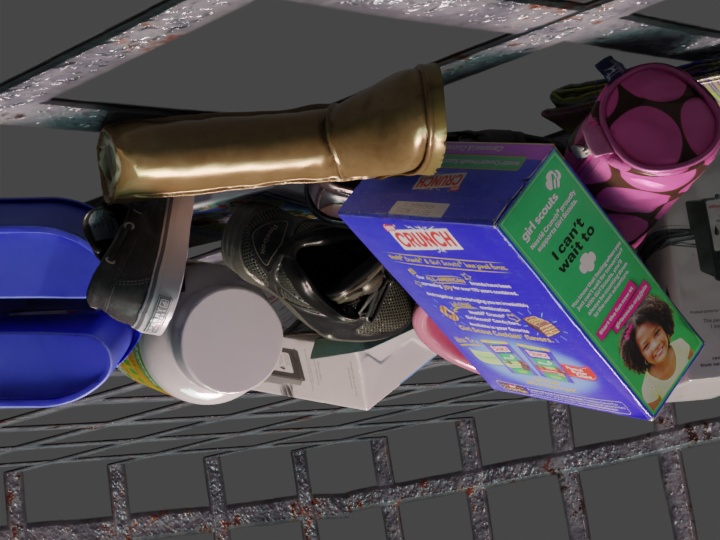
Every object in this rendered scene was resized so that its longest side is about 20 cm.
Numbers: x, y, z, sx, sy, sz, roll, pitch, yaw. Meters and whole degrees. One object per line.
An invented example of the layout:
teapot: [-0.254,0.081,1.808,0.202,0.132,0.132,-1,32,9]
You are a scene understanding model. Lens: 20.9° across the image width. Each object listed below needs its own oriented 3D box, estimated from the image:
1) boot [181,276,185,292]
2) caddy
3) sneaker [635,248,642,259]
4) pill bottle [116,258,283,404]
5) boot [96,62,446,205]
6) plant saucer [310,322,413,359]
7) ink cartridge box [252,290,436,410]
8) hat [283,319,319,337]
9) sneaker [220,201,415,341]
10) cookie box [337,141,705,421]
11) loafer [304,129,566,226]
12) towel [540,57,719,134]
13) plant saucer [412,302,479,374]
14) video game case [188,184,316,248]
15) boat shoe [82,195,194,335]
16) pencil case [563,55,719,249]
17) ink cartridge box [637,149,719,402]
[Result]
boot: [-0.252,-0.003,1.454,0.200,0.066,0.165,-10,165,24]
caddy: [-0.250,0.021,1.370,0.200,0.141,0.105,0,-169,-2]
sneaker: [0.158,-0.046,1.611,0.080,0.086,0.200,-22,-160,-33]
pill bottle: [-0.132,0.047,1.555,0.111,0.111,0.200,-5,-175,-21]
boot: [-0.057,-0.079,1.225,0.200,0.066,0.175,-5,170,-14]
plant saucer: [0.043,0.037,1.688,0.070,0.019,0.200,-12,-172,45]
ink cartridge box: [-0.045,0.062,1.795,0.200,0.067,0.116,7,-151,37]
hat: [0.000,0.000,1.669,0.201,0.081,0.201,-18,-174,2]
sneaker: [-0.005,0.015,1.477,0.114,0.076,0.199,21,171,43]
cookie box: [0.109,0.004,1.327,0.171,0.075,0.200,7,146,53]
loafer: [0.060,-0.066,1.404,0.200,0.072,0.063,-5,166,-4]
towel: [0.237,-0.125,1.349,0.200,0.023,0.144,-11,171,20]
plant saucer: [0.143,0.037,1.536,0.200,0.051,0.201,10,156,5]
video game case: [-0.126,-0.042,1.529,0.200,0.018,0.143,-12,170,22]
boat shoe: [-0.153,-0.023,1.295,0.066,0.070,0.200,18,-152,-12]
pencil case: [0.169,-0.065,1.307,0.094,0.091,0.200,-29,165,-17]
ink cartridge box: [0.265,0.000,1.587,0.083,0.200,0.147,-4,169,-12]
